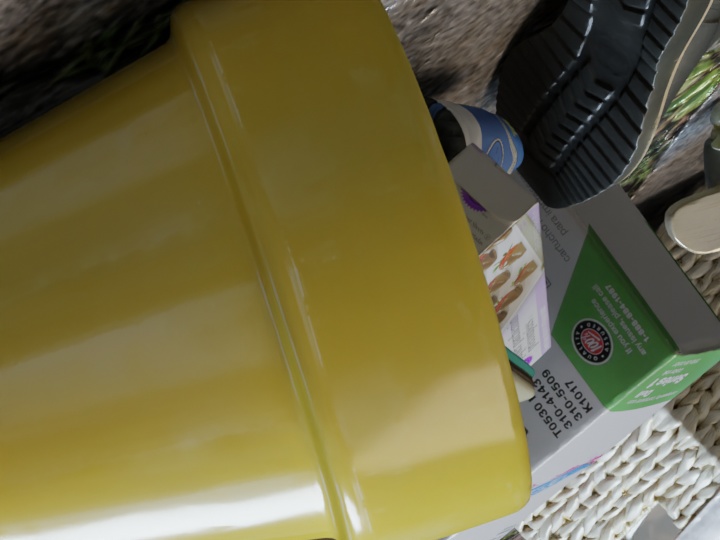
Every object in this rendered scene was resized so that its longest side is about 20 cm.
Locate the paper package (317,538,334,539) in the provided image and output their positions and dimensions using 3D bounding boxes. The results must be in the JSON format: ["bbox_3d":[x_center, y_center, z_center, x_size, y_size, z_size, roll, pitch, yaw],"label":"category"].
[{"bbox_3d":[-0.063,0.173,1.278,0.103,0.191,0.200,-16,176,-45],"label":"paper package"}]

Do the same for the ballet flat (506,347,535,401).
[{"bbox_3d":[-0.008,0.019,1.109,0.069,0.070,0.200,-40,126,15],"label":"ballet flat"}]

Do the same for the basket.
[{"bbox_3d":[0.193,0.083,1.674,0.200,0.161,0.198,-43,173,-39],"label":"basket"}]

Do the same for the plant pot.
[{"bbox_3d":[-0.062,0.016,0.920,0.189,0.201,0.201,-19,164,-4],"label":"plant pot"}]

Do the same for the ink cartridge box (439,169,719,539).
[{"bbox_3d":[0.058,0.042,1.339,0.200,0.145,0.084,-42,164,24],"label":"ink cartridge box"}]

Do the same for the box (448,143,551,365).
[{"bbox_3d":[0.053,0.004,1.170,0.039,0.041,0.200,-42,162,-9],"label":"box"}]

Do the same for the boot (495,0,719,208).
[{"bbox_3d":[0.147,-0.115,1.205,0.138,0.077,0.200,-33,167,-32],"label":"boot"}]

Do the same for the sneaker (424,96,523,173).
[{"bbox_3d":[0.000,0.000,1.211,0.200,0.076,0.077,-44,159,33],"label":"sneaker"}]

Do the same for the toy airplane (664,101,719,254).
[{"bbox_3d":[0.294,-0.069,1.547,0.200,0.141,0.199,20,115,-34],"label":"toy airplane"}]
